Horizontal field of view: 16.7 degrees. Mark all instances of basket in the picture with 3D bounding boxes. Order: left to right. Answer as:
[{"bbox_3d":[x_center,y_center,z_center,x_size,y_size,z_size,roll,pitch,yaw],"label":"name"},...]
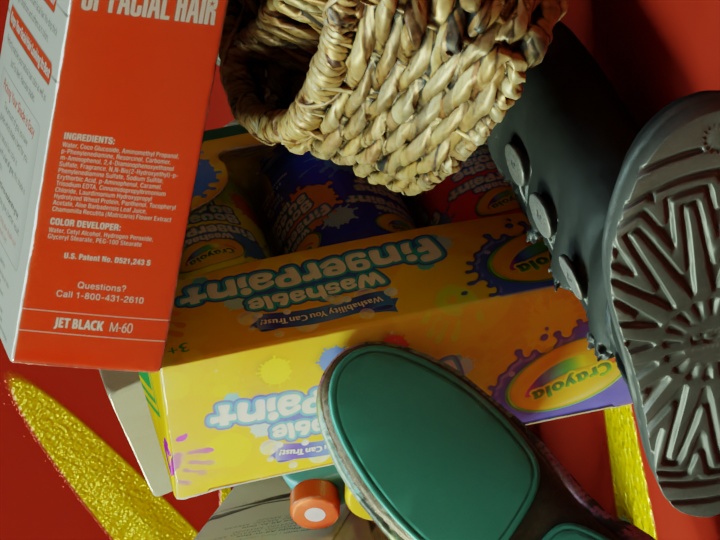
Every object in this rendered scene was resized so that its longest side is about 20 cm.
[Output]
[{"bbox_3d":[-0.010,-0.119,0.900,0.143,0.149,0.200,-66,10,-14],"label":"basket"}]

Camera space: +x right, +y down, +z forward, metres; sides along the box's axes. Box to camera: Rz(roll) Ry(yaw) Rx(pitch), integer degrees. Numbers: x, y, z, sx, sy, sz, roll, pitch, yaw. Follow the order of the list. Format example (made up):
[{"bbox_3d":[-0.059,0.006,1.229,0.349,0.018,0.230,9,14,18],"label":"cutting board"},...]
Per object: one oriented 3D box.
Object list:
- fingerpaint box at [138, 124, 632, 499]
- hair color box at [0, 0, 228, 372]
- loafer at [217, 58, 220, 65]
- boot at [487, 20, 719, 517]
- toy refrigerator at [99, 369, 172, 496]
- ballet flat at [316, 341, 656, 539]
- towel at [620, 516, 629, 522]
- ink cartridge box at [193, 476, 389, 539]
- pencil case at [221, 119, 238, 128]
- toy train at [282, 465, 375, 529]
[{"bbox_3d":[0.000,0.000,1.035,0.167,0.200,0.073,-113,15,-53],"label":"fingerpaint box"},{"bbox_3d":[-0.099,-0.074,0.937,0.111,0.064,0.200,-129,47,-63],"label":"hair color box"},{"bbox_3d":[-0.019,-0.146,1.175,0.200,0.070,0.070,-32,61,48],"label":"loafer"},{"bbox_3d":[0.094,-0.036,0.868,0.200,0.066,0.165,-107,11,-53],"label":"boot"},{"bbox_3d":[-0.028,0.037,1.239,0.076,0.200,0.070,-125,13,-67],"label":"toy refrigerator"},{"bbox_3d":[0.065,0.104,0.949,0.200,0.069,0.071,36,173,10],"label":"ballet flat"},{"bbox_3d":[0.072,0.196,1.132,0.049,0.112,0.200,41,151,28],"label":"towel"},{"bbox_3d":[-0.021,0.176,1.188,0.200,0.083,0.146,-46,-52,-74],"label":"ink cartridge box"},{"bbox_3d":[-0.046,-0.050,1.248,0.089,0.200,0.078,48,164,55],"label":"pencil case"},{"bbox_3d":[0.023,0.043,1.139,0.150,0.200,0.056,30,160,47],"label":"toy train"}]
